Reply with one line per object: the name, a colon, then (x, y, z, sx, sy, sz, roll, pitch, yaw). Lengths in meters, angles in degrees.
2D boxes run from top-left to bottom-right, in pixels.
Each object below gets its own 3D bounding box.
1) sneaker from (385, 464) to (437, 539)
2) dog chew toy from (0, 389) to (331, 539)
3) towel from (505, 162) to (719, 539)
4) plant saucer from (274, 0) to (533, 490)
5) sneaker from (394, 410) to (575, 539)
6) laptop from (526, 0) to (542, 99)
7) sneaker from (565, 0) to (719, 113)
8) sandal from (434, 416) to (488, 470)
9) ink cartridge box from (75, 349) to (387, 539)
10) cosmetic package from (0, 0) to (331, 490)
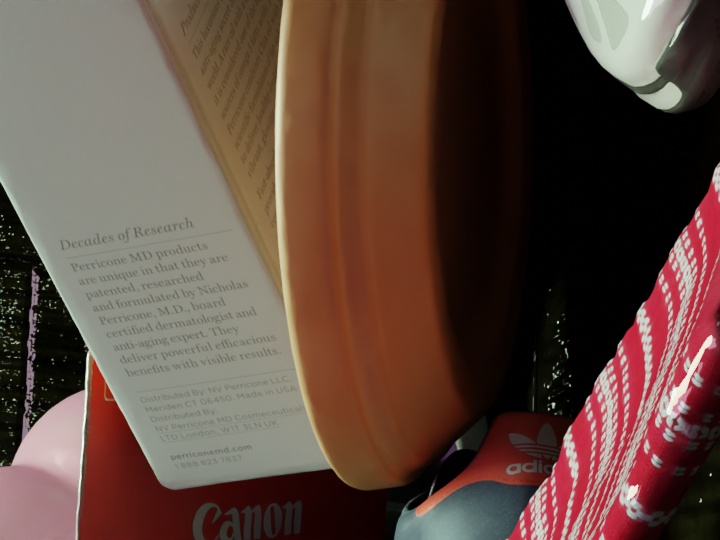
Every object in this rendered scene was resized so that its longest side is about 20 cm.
sneaker: (-0.013, 0.102, 1.038, 0.090, 0.078, 0.201, -111, 26, -74)
dog chew toy: (-0.084, 0.098, 0.912, 0.200, 0.125, 0.125, -43, -12, -26)
towel: (0.051, 0.051, 0.570, 0.200, 0.022, 0.145, -65, -3, 36)
plant saucer: (0.019, -0.036, 0.749, 0.200, 0.037, 0.201, 1, -90, -75)
sneaker: (0.035, 0.107, 0.784, 0.200, 0.075, 0.085, 120, 162, -59)
laptop: (-0.006, -0.099, 0.954, 0.187, 0.116, 0.200, 107, 170, -55)
sneaker: (0.037, -0.111, 0.665, 0.201, 0.115, 0.076, -102, 35, -61)
sandal: (-0.002, -0.004, 0.884, 0.083, 0.050, 0.203, -112, 3, -56)
ink cartridge box: (-0.026, 0.115, 0.857, 0.200, 0.045, 0.177, 2, -85, -61)
cosmetic package: (-0.053, -0.044, 0.755, 0.102, 0.071, 0.200, -72, -33, -50)
